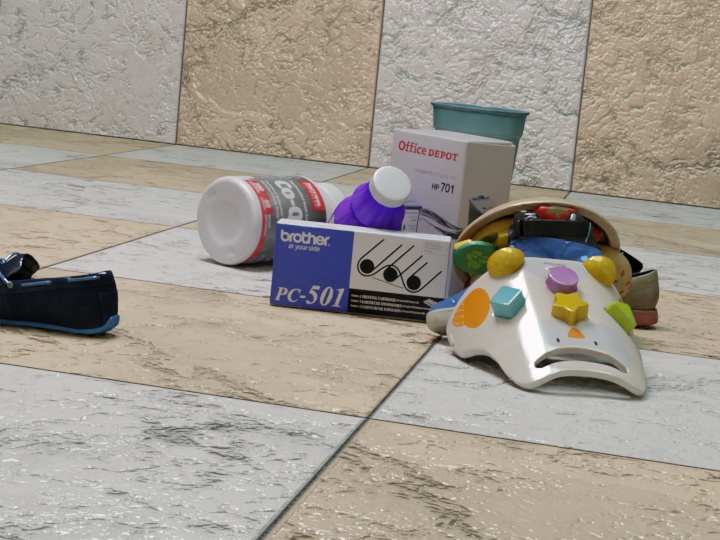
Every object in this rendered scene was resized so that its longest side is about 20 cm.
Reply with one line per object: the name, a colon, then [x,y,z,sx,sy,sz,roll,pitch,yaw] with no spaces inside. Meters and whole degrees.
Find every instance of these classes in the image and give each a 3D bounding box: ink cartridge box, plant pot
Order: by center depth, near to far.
ink cartridge box: [0.000,0.000,1.762,0.197,0.095,0.044,6,9,4]
ink cartridge box: [0.102,-0.064,1.892,0.085,0.203,0.146,-1,10,-37]
plant pot: [0.226,-0.226,3.088,0.197,0.199,0.200,6,9,-1]

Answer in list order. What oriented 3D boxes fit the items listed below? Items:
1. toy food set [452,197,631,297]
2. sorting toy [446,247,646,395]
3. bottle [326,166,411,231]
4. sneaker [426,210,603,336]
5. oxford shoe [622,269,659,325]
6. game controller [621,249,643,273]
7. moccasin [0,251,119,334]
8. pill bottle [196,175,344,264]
toy food set: [0.198,-0.010,1.768,0.196,0.049,0.200,-15,-38,19]
sorting toy: [0.200,0.068,1.527,0.197,0.108,0.181,4,28,-9]
bottle: [0.005,-0.049,1.835,0.082,0.066,0.200,12,-33,-15]
sneaker: [0.159,-0.001,1.658,0.197,0.113,0.077,-14,-17,8]
oxford shoe: [0.262,0.019,1.881,0.197,0.076,0.070,5,9,0]
game controller: [0.313,-0.018,2.287,0.197,0.043,0.104,2,9,-21]
moccasin: [-0.326,0.015,1.519,0.197,0.069,0.080,7,8,6]
pill bottle: [-0.111,-0.069,2.076,0.113,0.116,0.199,12,11,39]
